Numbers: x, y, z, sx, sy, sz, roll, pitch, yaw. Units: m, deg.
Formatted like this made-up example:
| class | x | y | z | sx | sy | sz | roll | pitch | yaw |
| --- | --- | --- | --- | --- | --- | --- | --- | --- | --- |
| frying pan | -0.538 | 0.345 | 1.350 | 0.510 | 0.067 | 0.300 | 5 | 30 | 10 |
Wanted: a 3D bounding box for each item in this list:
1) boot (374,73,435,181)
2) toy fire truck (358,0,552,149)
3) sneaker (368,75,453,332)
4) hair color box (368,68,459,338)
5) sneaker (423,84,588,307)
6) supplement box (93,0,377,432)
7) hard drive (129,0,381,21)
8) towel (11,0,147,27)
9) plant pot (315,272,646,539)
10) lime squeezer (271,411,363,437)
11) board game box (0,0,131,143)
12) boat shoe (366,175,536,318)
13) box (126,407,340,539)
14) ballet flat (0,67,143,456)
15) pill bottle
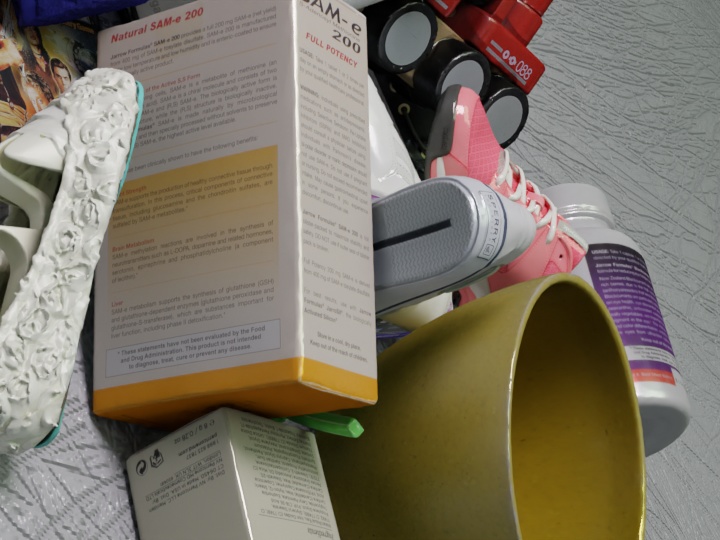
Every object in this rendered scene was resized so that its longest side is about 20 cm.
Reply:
| class | x | y | z | sx | sy | sz | roll | pitch | yaw |
| --- | --- | --- | --- | --- | --- | --- | --- | --- | --- |
| boot | 0.072 | -0.128 | 1.202 | 0.204 | 0.153 | 0.074 | 54 | 12 | -13 |
| toy fire truck | 0.087 | -0.195 | 1.063 | 0.128 | 0.201 | 0.176 | 37 | 3 | 42 |
| sneaker | 0.000 | -0.046 | 0.994 | 0.100 | 0.074 | 0.201 | 37 | 29 | -55 |
| hair color box | -0.011 | -0.057 | 1.089 | 0.109 | 0.065 | 0.201 | 1 | 63 | -63 |
| sneaker | 0.097 | -0.030 | 1.051 | 0.074 | 0.086 | 0.202 | -70 | 149 | -53 |
| supplement box | -0.062 | -0.030 | 0.830 | 0.073 | 0.125 | 0.202 | 21 | 64 | -55 |
| hard drive | -0.040 | -0.200 | 0.934 | 0.026 | 0.198 | 0.133 | -130 | -158 | -57 |
| towel | -0.097 | -0.213 | 0.853 | 0.049 | 0.198 | 0.149 | 29 | -51 | 61 |
| plant pot | 0.058 | 0.108 | 0.929 | 0.200 | 0.141 | 0.202 | 20 | 68 | -59 |
| lime squeezer | -0.039 | 0.052 | 0.899 | 0.200 | 0.070 | 0.038 | -104 | 178 | -64 |
| board game box | -0.177 | -0.106 | 0.851 | 0.199 | 0.034 | 0.137 | 14 | 53 | -58 |
| boat shoe | 0.000 | 0.000 | 0.872 | 0.066 | 0.199 | 0.074 | 10 | 76 | -50 |
| box | -0.045 | 0.172 | 0.785 | 0.082 | 0.068 | 0.202 | 25 | 44 | -52 |
| ballet flat | -0.145 | -0.018 | 0.751 | 0.072 | 0.071 | 0.202 | 37 | 49 | -41 |
| pill bottle | 0.173 | 0.038 | 1.285 | 0.111 | 0.111 | 0.202 | 30 | 40 | -48 |
